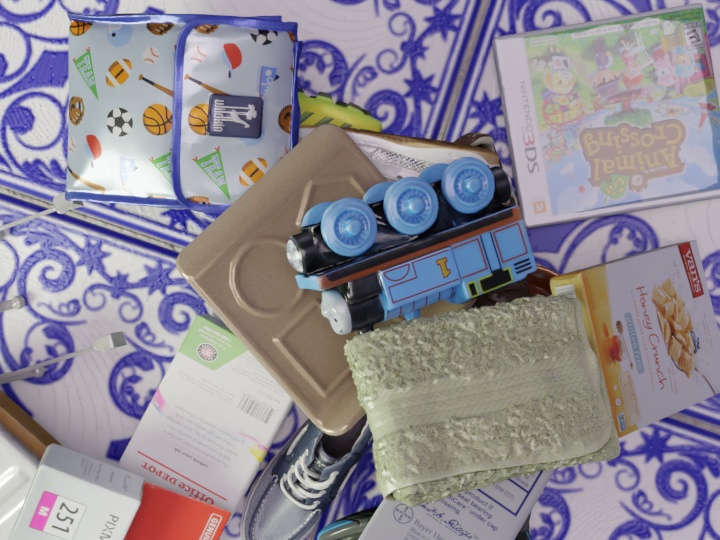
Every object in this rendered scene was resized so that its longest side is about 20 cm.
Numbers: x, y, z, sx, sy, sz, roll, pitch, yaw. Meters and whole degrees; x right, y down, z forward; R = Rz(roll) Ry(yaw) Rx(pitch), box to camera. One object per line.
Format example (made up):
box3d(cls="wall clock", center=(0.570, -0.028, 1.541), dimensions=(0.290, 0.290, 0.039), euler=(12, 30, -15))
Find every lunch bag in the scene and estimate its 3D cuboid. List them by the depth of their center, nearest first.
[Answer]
box3d(cls="lunch bag", center=(-0.149, -0.137, 1.163), dimensions=(0.199, 0.124, 0.171), euler=(6, 99, 17))

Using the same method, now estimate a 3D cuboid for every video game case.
box3d(cls="video game case", center=(0.236, -0.144, 1.264), dimensions=(0.199, 0.022, 0.183), euler=(-9, 90, 1))

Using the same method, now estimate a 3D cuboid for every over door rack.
box3d(cls="over door rack", center=(-0.312, 0.025, 1.249), dimensions=(0.199, 0.067, 0.148), euler=(-18, 89, 22))

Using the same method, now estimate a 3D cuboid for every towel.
box3d(cls="towel", center=(0.096, 0.095, 1.048), dimensions=(0.199, 0.037, 0.149), euler=(-10, 67, -13))

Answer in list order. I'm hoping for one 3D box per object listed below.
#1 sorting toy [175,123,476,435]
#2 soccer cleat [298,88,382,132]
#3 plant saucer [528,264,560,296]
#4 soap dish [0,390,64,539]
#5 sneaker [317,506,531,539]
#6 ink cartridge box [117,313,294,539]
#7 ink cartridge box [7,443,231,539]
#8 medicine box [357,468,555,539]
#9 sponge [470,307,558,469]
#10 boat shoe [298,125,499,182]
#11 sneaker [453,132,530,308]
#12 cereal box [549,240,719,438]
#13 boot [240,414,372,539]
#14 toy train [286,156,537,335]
box3d(cls="sorting toy", center=(-0.026, 0.007, 1.126), dimensions=(0.185, 0.036, 0.200), euler=(-44, 96, -16))
box3d(cls="soccer cleat", center=(-0.080, -0.128, 1.253), dimensions=(0.199, 0.065, 0.084), euler=(7, 89, 6))
box3d(cls="plant saucer", center=(0.139, 0.092, 1.261), dimensions=(0.199, 0.032, 0.201), euler=(0, 91, 2))
box3d(cls="soap dish", center=(-0.356, 0.180, 1.217), dimensions=(0.157, 0.081, 0.200), euler=(-39, 109, 12))
box3d(cls="sneaker", center=(0.060, 0.257, 1.241), dimensions=(0.199, 0.073, 0.082), euler=(-4, 89, 2))
box3d(cls="ink cartridge box", center=(-0.144, 0.154, 1.251), dimensions=(0.117, 0.067, 0.201), euler=(29, 90, 0))
box3d(cls="ink cartridge box", center=(-0.232, 0.272, 1.195), dimensions=(0.173, 0.044, 0.201), euler=(23, 109, -10))
box3d(cls="medicine box", center=(0.067, 0.210, 1.114), dimensions=(0.103, 0.182, 0.200), euler=(33, 66, 7))
box3d(cls="sponge", center=(0.110, 0.102, 1.204), dimensions=(0.200, 0.030, 0.112), euler=(34, 126, 2))
box3d(cls="boat shoe", center=(0.018, -0.086, 1.176), dimensions=(0.199, 0.071, 0.070), euler=(11, 99, 14))
box3d(cls="sneaker", center=(0.113, -0.026, 1.205), dimensions=(0.070, 0.076, 0.201), euler=(-12, 78, -18))
box3d(cls="cereal box", center=(0.251, 0.057, 1.190), dimensions=(0.039, 0.200, 0.145), euler=(-14, 90, 44))
box3d(cls="boot", center=(-0.048, 0.184, 1.236), dimensions=(0.073, 0.090, 0.200), euler=(32, 90, 1))
box3d(cls="toy train", center=(0.041, -0.018, 1.087), dimensions=(0.199, 0.087, 0.115), euler=(-20, 95, -18))
